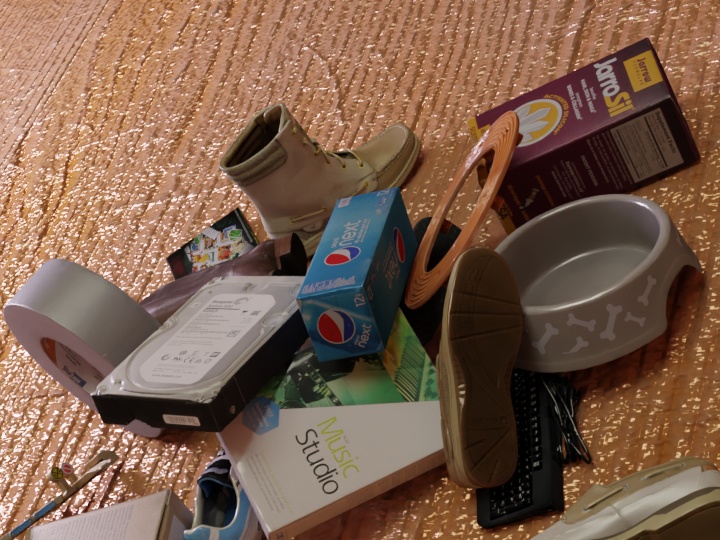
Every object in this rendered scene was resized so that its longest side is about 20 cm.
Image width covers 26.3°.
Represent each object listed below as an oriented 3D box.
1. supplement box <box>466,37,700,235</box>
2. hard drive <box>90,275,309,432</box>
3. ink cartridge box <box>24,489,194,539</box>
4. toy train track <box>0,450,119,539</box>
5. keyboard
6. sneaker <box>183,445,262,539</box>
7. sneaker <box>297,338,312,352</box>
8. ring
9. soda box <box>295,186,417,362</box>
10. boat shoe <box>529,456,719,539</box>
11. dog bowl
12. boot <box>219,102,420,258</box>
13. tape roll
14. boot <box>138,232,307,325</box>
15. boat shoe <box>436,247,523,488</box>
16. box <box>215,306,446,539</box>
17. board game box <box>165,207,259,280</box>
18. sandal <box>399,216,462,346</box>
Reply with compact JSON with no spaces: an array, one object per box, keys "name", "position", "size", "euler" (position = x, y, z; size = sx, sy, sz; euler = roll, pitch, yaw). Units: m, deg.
[{"name":"supplement box","position":[0.214,-0.128,1.502],"size":[0.199,0.086,0.111],"euler":[-24,37,14]},{"name":"hard drive","position":[-0.128,0.069,1.375],"size":[0.139,0.038,0.200],"euler":[1,31,35]},{"name":"ink cartridge box","position":[-0.236,0.309,1.368],"size":[0.164,0.075,0.201],"euler":[-16,39,21]},{"name":"toy train track","position":[-0.310,0.221,1.486],"size":[0.115,0.033,0.200],"euler":[-41,-2,39]},{"name":"keyboard","position":[0.139,0.123,1.316],"size":[0.104,0.040,0.201],"euler":[-20,39,20]},{"name":"sneaker","position":[-0.111,0.184,1.416],"size":[0.072,0.073,0.201],"euler":[-15,39,27]},{"name":"sneaker","position":[-0.018,0.111,1.424],"size":[0.093,0.070,0.200],"euler":[-34,33,11]},{"name":"ring","position":[0.096,-0.052,1.395],"size":[0.201,0.019,0.201],"euler":[-59,9,16]},{"name":"soda box","position":[0.000,0.000,1.389],"size":[0.064,0.068,0.200],"euler":[-11,25,17]},{"name":"boat shoe","position":[0.188,0.204,1.166],"size":[0.199,0.075,0.069],"euler":[-21,31,6]},{"name":"dog bowl","position":[0.196,0.005,1.358],"size":[0.199,0.059,0.200],"euler":[-21,27,11]},{"name":"boot","position":[-0.040,-0.123,1.636],"size":[0.200,0.155,0.072],"euler":[-40,36,-8]},{"name":"tape roll","position":[-0.259,0.078,1.541],"size":[0.200,0.201,0.066],"euler":[12,55,45]},{"name":"boot","position":[-0.157,0.046,1.569],"size":[0.199,0.064,0.187],"euler":[-19,22,16]},{"name":"boat shoe","position":[0.091,0.082,1.294],"size":[0.064,0.071,0.201],"euler":[155,120,-66]},{"name":"box","position":[-0.020,0.133,1.343],"size":[0.199,0.036,0.145],"euler":[-24,62,-13]},{"name":"board game box","position":[-0.146,0.013,1.678],"size":[0.105,0.023,0.200],"euler":[-32,36,1]},{"name":"sandal","position":[0.050,0.026,1.481],"size":[0.075,0.048,0.201],"euler":[29,44,7]}]
